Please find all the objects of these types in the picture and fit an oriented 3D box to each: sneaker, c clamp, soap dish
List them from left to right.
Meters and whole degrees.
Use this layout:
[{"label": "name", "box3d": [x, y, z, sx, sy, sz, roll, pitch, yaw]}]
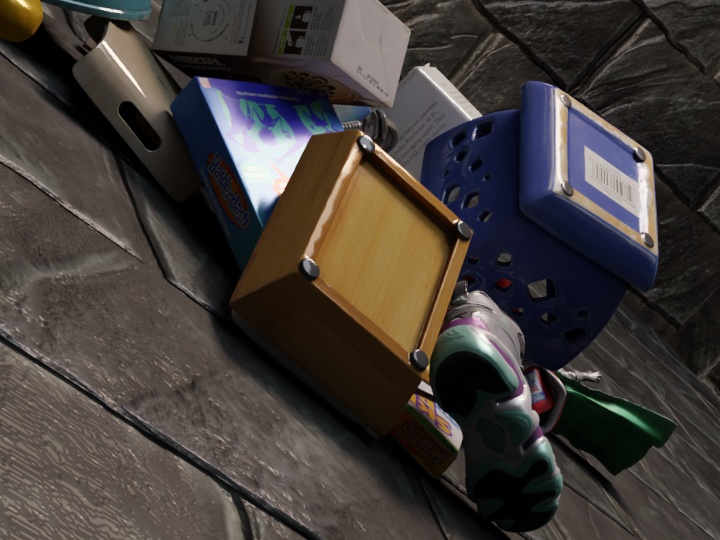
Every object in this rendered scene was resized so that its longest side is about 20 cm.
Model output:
[{"label": "c clamp", "box3d": [-0.050, -0.115, 1.435, 0.171, 0.198, 0.027, 128, -51, -66]}, {"label": "soap dish", "box3d": [0.000, 0.000, 1.159, 0.157, 0.081, 0.201, 41, 43, -18]}, {"label": "sneaker", "box3d": [0.111, 0.098, 1.211, 0.140, 0.077, 0.201, -81, 157, -55]}, {"label": "sneaker", "box3d": [0.155, 0.081, 1.591, 0.201, 0.071, 0.113, 63, 3, -26]}]

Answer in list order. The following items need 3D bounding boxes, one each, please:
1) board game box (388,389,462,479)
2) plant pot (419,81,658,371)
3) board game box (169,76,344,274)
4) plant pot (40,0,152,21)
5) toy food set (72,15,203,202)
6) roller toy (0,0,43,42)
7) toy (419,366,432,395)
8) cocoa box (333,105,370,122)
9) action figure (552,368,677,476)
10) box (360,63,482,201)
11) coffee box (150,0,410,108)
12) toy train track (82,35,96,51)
[{"label": "board game box", "box3d": [0.045, 0.113, 1.272, 0.095, 0.030, 0.200, 44, 12, 1]}, {"label": "plant pot", "box3d": [0.184, -0.053, 1.521, 0.199, 0.180, 0.201, 30, 44, -25]}, {"label": "board game box", "box3d": [-0.055, -0.063, 1.263, 0.151, 0.045, 0.201, -1, 57, -46]}, {"label": "plant pot", "box3d": [-0.249, -0.338, 1.311, 0.198, 0.189, 0.200, 18, 15, -5]}, {"label": "toy food set", "box3d": [-0.194, -0.144, 1.326, 0.144, 0.060, 0.200, 52, 8, -20]}, {"label": "roller toy", "box3d": [-0.299, -0.216, 0.930, 0.200, 0.140, 0.182, 49, 12, 26]}, {"label": "toy", "box3d": [0.066, 0.066, 1.339, 0.115, 0.047, 0.200, 47, 9, 33]}, {"label": "cocoa box", "box3d": [-0.086, -0.199, 1.607, 0.131, 0.133, 0.200, 46, -4, 15]}, {"label": "action figure", "box3d": [0.241, 0.149, 1.716, 0.199, 0.118, 0.055, 30, 39, -13]}, {"label": "box", "box3d": [0.052, -0.121, 1.753, 0.131, 0.200, 0.199, 45, 10, 0]}, {"label": "coffee box", "box3d": [-0.072, -0.206, 1.368, 0.199, 0.081, 0.113, 8, -12, 31]}, {"label": "toy train track", "box3d": [-0.174, -0.172, 1.469, 0.199, 0.033, 0.115, 34, -8, -13]}]
